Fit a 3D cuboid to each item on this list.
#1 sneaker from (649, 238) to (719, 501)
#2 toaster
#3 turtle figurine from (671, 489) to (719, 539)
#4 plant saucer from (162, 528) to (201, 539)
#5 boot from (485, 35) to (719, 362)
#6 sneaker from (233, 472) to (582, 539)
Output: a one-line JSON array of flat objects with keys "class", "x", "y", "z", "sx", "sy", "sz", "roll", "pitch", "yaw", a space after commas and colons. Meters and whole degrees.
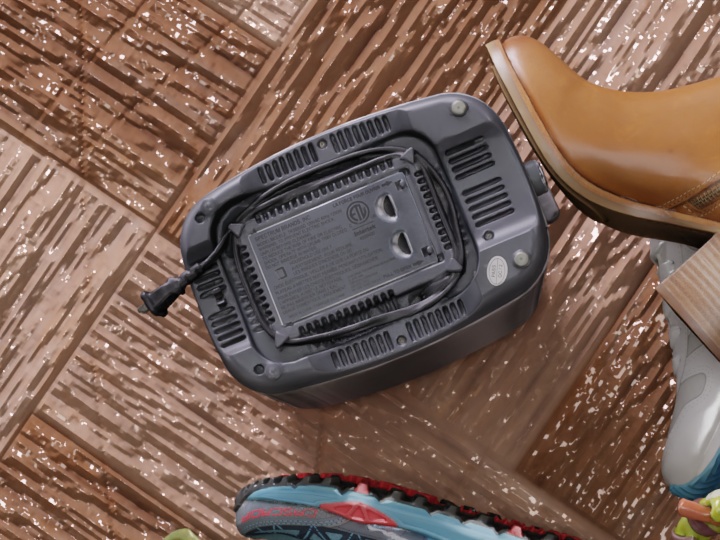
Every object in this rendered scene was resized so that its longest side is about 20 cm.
[{"class": "sneaker", "x": 0.177, "y": 0.015, "z": 1.427, "sx": 0.081, "sy": 0.077, "sz": 0.201, "roll": 15, "pitch": 76, "yaw": 18}, {"class": "toaster", "x": 0.000, "y": 0.000, "z": 1.422, "sx": 0.199, "sy": 0.129, "sz": 0.114, "roll": -24, "pitch": 77, "yaw": 3}, {"class": "turtle figurine", "x": 0.139, "y": 0.163, "z": 1.369, "sx": 0.161, "sy": 0.064, "sz": 0.201, "roll": -15, "pitch": 119, "yaw": -14}, {"class": "plant saucer", "x": -0.087, "y": 0.252, "z": 1.398, "sx": 0.200, "sy": 0.048, "sz": 0.200, "roll": -51, "pitch": 43, "yaw": -2}, {"class": "boot", "x": 0.168, "y": -0.072, "z": 1.380, "sx": 0.155, "sy": 0.074, "sz": 0.200, "roll": -42, "pitch": 79, "yaw": 2}, {"class": "sneaker", "x": 0.028, "y": 0.156, "z": 1.418, "sx": 0.199, "sy": 0.079, "sz": 0.096, "roll": 15, "pitch": 85, "yaw": 11}]
